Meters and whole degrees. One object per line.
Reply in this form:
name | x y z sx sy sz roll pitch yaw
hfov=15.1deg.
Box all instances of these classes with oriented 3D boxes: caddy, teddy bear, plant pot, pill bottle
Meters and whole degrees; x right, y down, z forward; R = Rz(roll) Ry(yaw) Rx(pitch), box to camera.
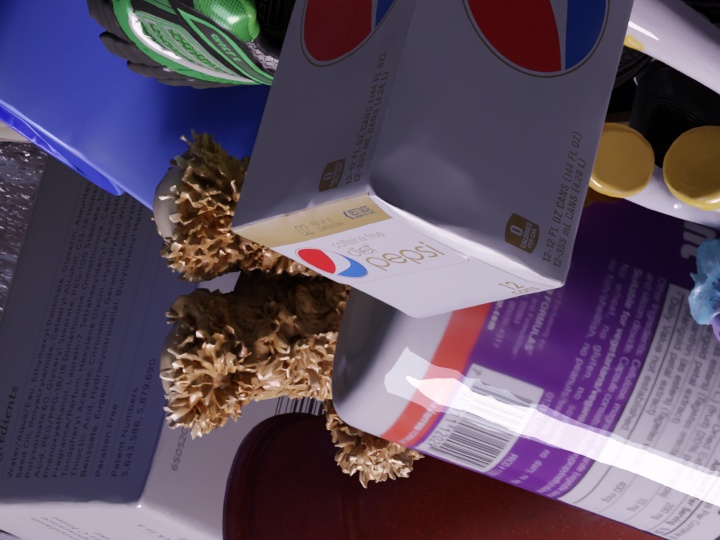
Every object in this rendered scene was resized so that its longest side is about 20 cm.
caddy | -0.090 -0.091 0.980 0.141 0.105 0.200 32 176 38
teddy bear | 0.000 0.000 0.956 0.067 0.145 0.200 -4 165 39
plant pot | 0.083 0.114 1.043 0.195 0.201 0.201 -25 145 23
pill bottle | 0.101 0.029 0.885 0.200 0.112 0.111 20 162 -10

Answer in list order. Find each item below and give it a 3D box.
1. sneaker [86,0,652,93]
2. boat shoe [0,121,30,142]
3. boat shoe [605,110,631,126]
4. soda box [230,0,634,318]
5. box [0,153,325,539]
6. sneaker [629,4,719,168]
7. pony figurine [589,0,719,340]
sneaker | 0.017 -0.081 0.881 0.200 0.078 0.085 0 -176 -29
boat shoe | -0.180 -0.088 1.135 0.073 0.075 0.200 39 145 -29
boat shoe | 0.158 -0.031 1.009 0.199 0.071 0.065 3 170 7
soda box | 0.032 -0.093 0.700 0.064 0.200 0.068 24 161 -27
box | -0.048 0.043 1.197 0.131 0.200 0.199 -4 155 43
sneaker | 0.178 -0.040 0.932 0.200 0.091 0.066 5 161 30
pony figurine | 0.162 -0.017 0.743 0.193 0.167 0.200 17 173 45
